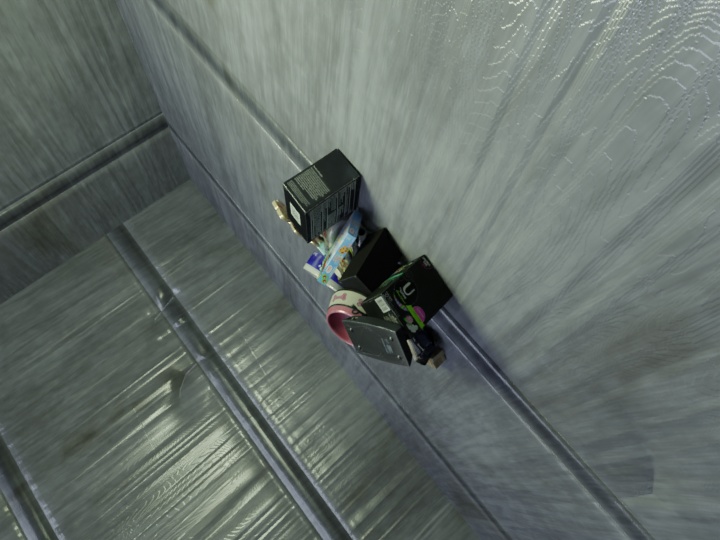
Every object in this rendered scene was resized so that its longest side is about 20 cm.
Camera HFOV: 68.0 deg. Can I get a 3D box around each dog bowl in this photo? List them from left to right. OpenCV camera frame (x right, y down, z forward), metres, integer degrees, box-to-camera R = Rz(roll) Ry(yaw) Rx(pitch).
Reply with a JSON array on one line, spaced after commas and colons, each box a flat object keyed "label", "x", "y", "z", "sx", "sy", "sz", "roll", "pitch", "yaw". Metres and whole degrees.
[{"label": "dog bowl", "x": -0.120, "y": 0.014, "z": 2.061, "sx": 0.198, "sy": 0.080, "sz": 0.200, "roll": 33, "pitch": 175, "yaw": 3}, {"label": "dog bowl", "x": -0.015, "y": 0.150, "z": 1.579, "sx": 0.196, "sy": 0.074, "sz": 0.202, "roll": 23, "pitch": 145, "yaw": 17}]

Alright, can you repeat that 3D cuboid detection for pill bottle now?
[{"label": "pill bottle", "x": -0.118, "y": -0.186, "z": 1.794, "sx": 0.200, "sy": 0.112, "sz": 0.113, "roll": 43, "pitch": 160, "yaw": 29}]

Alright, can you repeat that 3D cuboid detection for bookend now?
[{"label": "bookend", "x": 0.065, "y": 0.020, "z": 1.596, "sx": 0.199, "sy": 0.202, "sz": 0.091, "roll": 46, "pitch": 145, "yaw": -21}]

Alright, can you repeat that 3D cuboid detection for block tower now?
[{"label": "block tower", "x": 0.221, "y": 0.279, "z": 1.889, "sx": 0.199, "sy": 0.054, "sz": 0.059, "roll": 25, "pitch": 149, "yaw": 58}]

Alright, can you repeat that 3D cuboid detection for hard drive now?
[{"label": "hard drive", "x": 0.048, "y": 0.185, "z": 1.444, "sx": 0.197, "sy": 0.042, "sz": 0.137, "roll": 7, "pitch": 130, "yaw": 44}]

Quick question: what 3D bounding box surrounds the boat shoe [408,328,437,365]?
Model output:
[{"label": "boat shoe", "x": 0.206, "y": 0.225, "z": 1.822, "sx": 0.074, "sy": 0.094, "sz": 0.201, "roll": 24, "pitch": -156, "yaw": -27}]

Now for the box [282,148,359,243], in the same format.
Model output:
[{"label": "box", "x": -0.115, "y": -0.218, "z": 1.579, "sx": 0.124, "sy": 0.197, "sz": 0.201, "roll": 51, "pitch": 163, "yaw": 15}]

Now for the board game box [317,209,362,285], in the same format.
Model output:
[{"label": "board game box", "x": -0.063, "y": -0.072, "z": 1.661, "sx": 0.036, "sy": 0.152, "sz": 0.201, "roll": 29, "pitch": 122, "yaw": -10}]

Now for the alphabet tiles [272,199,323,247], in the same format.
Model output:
[{"label": "alphabet tiles", "x": -0.202, "y": -0.157, "z": 1.738, "sx": 0.199, "sy": 0.015, "sz": 0.197, "roll": 33, "pitch": -163, "yaw": -44}]

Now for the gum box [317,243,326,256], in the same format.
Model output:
[{"label": "gum box", "x": -0.166, "y": -0.120, "z": 2.085, "sx": 0.200, "sy": 0.044, "sz": 0.170, "roll": 48, "pitch": 179, "yaw": 18}]

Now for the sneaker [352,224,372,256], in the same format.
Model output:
[{"label": "sneaker", "x": 0.008, "y": -0.047, "z": 1.690, "sx": 0.116, "sy": 0.073, "sz": 0.204, "roll": 87, "pitch": 177, "yaw": -53}]

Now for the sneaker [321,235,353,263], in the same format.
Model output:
[{"label": "sneaker", "x": -0.081, "y": -0.074, "z": 1.857, "sx": 0.200, "sy": 0.080, "sz": 0.075, "roll": 48, "pitch": 162, "yaw": 32}]

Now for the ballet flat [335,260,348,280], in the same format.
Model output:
[{"label": "ballet flat", "x": -0.086, "y": -0.042, "z": 1.931, "sx": 0.075, "sy": 0.063, "sz": 0.203, "roll": -36, "pitch": 81, "yaw": 47}]

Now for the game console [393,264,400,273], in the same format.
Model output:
[{"label": "game console", "x": 0.105, "y": 0.085, "z": 1.660, "sx": 0.199, "sy": 0.179, "sz": 0.031, "roll": 38, "pitch": -172, "yaw": 38}]

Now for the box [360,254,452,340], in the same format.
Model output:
[{"label": "box", "x": 0.128, "y": 0.081, "z": 1.477, "sx": 0.150, "sy": 0.199, "sz": 0.124, "roll": 54, "pitch": 146, "yaw": -5}]
